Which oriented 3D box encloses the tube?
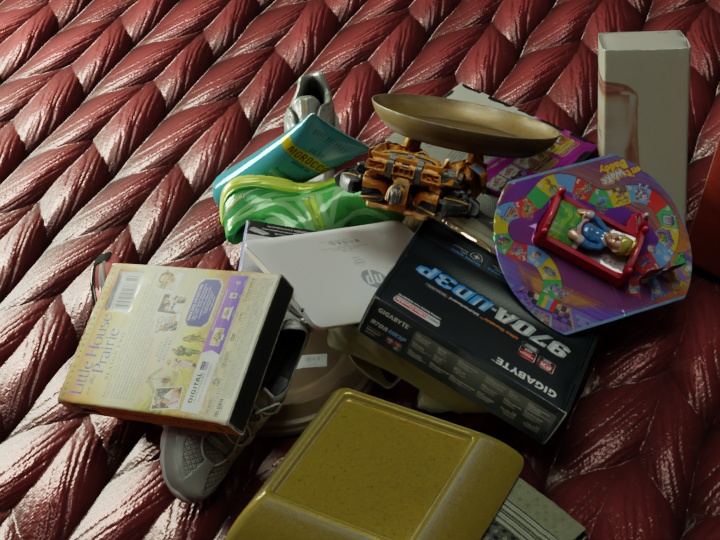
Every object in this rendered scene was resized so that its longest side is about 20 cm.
[{"bbox_3d":[-0.080,-0.112,1.456,0.199,0.077,0.051,-25,52,45],"label":"tube"}]

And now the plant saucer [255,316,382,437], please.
[{"bbox_3d":[-0.075,0.079,1.345,0.197,0.030,0.201,-3,42,3],"label":"plant saucer"}]

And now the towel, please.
[{"bbox_3d":[0.062,0.228,1.163,0.191,0.035,0.199,-31,45,-28],"label":"towel"}]

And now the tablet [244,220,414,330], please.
[{"bbox_3d":[0.000,0.000,1.305,0.198,0.014,0.130,-10,44,-39],"label":"tablet"}]

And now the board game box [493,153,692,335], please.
[{"bbox_3d":[0.222,-0.035,1.280,0.198,0.039,0.160,-15,72,-19],"label":"board game box"}]

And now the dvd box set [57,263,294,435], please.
[{"bbox_3d":[-0.168,0.067,1.238,0.198,0.029,0.148,3,62,31],"label":"dvd box set"}]

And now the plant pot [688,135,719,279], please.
[{"bbox_3d":[0.457,-0.072,1.321,0.199,0.201,0.176,-34,58,-27],"label":"plant pot"}]

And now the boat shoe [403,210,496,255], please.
[{"bbox_3d":[0.103,-0.035,1.419,0.064,0.073,0.200,-1,22,-30],"label":"boat shoe"}]

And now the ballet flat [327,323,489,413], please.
[{"bbox_3d":[0.053,0.091,1.280,0.198,0.070,0.070,30,51,11],"label":"ballet flat"}]

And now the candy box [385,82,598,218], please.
[{"bbox_3d":[0.143,-0.117,1.505,0.199,0.062,0.136,31,54,34],"label":"candy box"}]

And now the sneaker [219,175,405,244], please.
[{"bbox_3d":[-0.049,-0.050,1.430,0.197,0.074,0.085,0,66,8],"label":"sneaker"}]

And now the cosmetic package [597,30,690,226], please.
[{"bbox_3d":[0.282,-0.132,1.381,0.086,0.203,0.104,0,18,8],"label":"cosmetic package"}]

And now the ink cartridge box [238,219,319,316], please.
[{"bbox_3d":[-0.022,0.007,1.359,0.197,0.045,0.094,10,34,-5],"label":"ink cartridge box"}]

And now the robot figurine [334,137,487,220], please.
[{"bbox_3d":[0.057,-0.092,1.342,0.143,0.059,0.200,14,13,12],"label":"robot figurine"}]

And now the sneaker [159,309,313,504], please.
[{"bbox_3d":[-0.111,0.115,1.226,0.082,0.074,0.202,3,62,55],"label":"sneaker"}]

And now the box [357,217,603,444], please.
[{"bbox_3d":[0.113,0.050,1.259,0.199,0.046,0.159,31,37,5],"label":"box"}]

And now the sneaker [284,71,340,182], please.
[{"bbox_3d":[-0.061,-0.139,1.531,0.075,0.093,0.202,-4,47,2],"label":"sneaker"}]

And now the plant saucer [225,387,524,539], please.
[{"bbox_3d":[0.013,0.180,1.163,0.198,0.049,0.200,16,44,25],"label":"plant saucer"}]

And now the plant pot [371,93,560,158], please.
[{"bbox_3d":[0.107,-0.148,1.421,0.197,0.028,0.200,9,15,-2],"label":"plant pot"}]

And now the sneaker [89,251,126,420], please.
[{"bbox_3d":[-0.217,0.062,1.362,0.086,0.074,0.202,-9,49,-13],"label":"sneaker"}]
